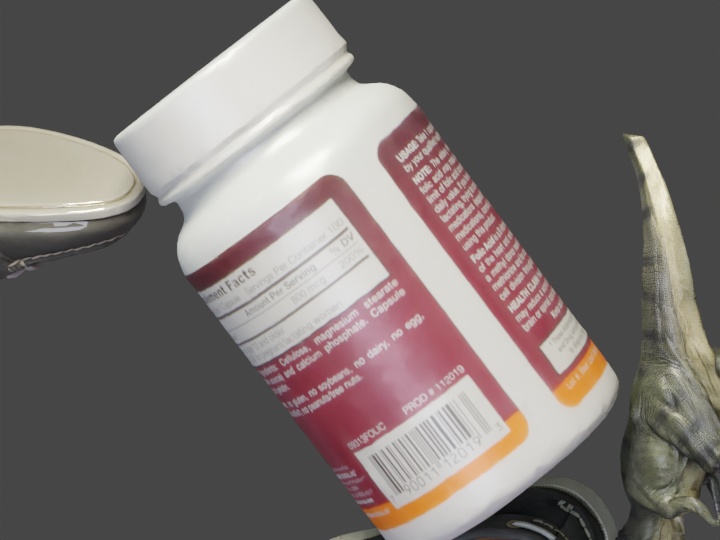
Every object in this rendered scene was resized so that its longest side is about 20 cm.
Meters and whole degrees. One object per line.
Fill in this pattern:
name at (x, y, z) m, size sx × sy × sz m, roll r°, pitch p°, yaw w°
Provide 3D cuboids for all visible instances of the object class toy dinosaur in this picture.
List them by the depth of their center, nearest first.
toy dinosaur at (0.142, 0.049, 1.188) m, size 0.088 × 0.047 × 0.201 m, roll 5°, pitch 106°, yaw 21°

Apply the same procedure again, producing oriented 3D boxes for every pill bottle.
pill bottle at (0.000, 0.000, 1.173) m, size 0.114 × 0.114 × 0.200 m, roll -35°, pitch 95°, yaw 23°

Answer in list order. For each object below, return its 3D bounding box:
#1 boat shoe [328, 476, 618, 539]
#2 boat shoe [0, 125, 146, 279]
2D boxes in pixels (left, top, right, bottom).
boat shoe at (0.011, 0.147, 1.246) m, size 0.199 × 0.068 × 0.072 m, roll -27°, pitch 99°, yaw 24°
boat shoe at (-0.176, -0.021, 1.249) m, size 0.199 × 0.067 × 0.057 m, roll 3°, pitch 125°, yaw 20°
